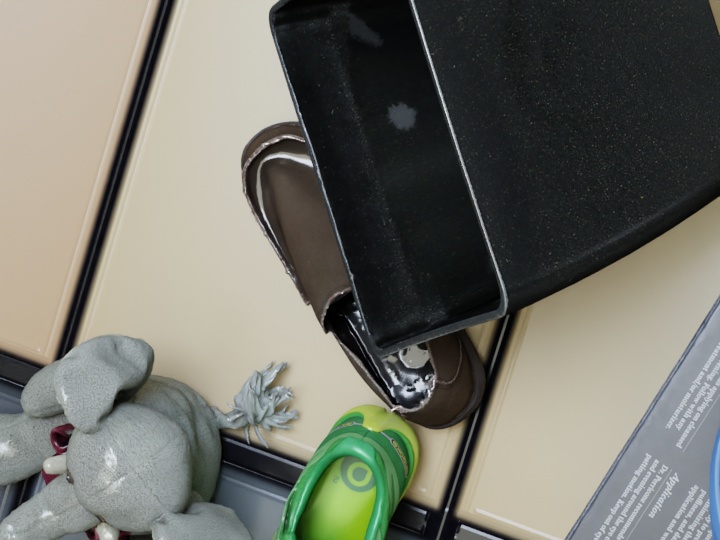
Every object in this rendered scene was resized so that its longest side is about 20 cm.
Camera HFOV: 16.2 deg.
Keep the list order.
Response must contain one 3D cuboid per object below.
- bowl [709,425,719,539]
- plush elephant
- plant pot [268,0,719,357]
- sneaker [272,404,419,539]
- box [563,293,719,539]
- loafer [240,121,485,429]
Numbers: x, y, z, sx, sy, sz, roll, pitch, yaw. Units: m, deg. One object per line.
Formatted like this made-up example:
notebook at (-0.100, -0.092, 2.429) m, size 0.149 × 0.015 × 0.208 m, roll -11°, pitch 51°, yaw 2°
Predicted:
bowl at (0.257, 0.113, 1.177) m, size 0.200 × 0.039 × 0.202 m, roll 3°, pitch 66°, yaw -7°
plush elephant at (-0.137, 0.118, 1.418) m, size 0.200 × 0.155 × 0.165 m, roll -32°, pitch 84°, yaw 15°
plant pot at (0.086, -0.083, 1.323) m, size 0.177 × 0.200 × 0.200 m, roll -16°, pitch 87°, yaw -21°
sneaker at (-0.029, 0.171, 1.428) m, size 0.074 × 0.084 × 0.201 m, roll 20°, pitch 101°, yaw 14°
box at (0.219, 0.127, 1.293) m, size 0.182 × 0.104 × 0.200 m, roll 34°, pitch 99°, yaw 8°
loafer at (0.000, 0.000, 1.420) m, size 0.073 × 0.071 × 0.200 m, roll -39°, pitch 82°, yaw 13°
